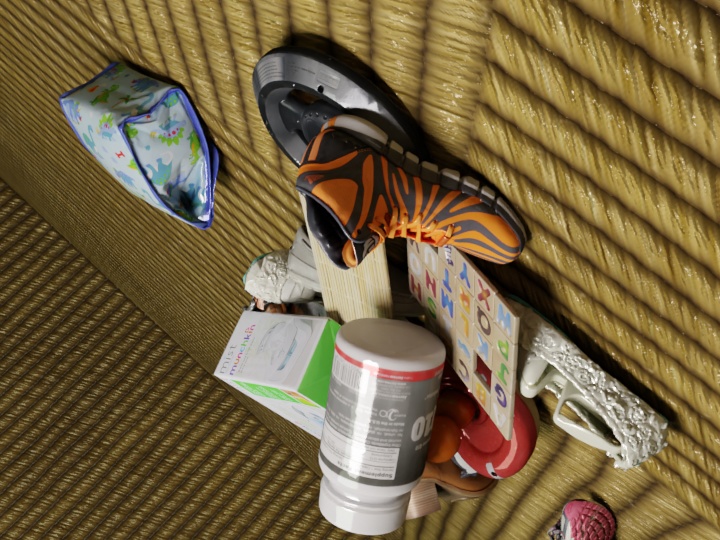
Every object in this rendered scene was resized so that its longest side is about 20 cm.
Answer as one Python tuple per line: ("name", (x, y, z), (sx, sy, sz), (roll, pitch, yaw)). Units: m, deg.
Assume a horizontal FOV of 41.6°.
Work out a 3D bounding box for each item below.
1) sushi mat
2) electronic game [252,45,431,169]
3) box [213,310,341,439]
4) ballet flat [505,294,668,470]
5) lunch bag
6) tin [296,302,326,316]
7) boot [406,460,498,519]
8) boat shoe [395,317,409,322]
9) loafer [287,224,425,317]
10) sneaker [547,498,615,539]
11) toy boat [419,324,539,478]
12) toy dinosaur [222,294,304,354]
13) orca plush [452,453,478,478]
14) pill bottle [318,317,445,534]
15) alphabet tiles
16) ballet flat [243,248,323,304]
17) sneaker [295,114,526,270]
("sushi mat", (-0.010, 0.002, 0.995), (0.095, 0.012, 0.201), (22, 144, 27))
("electronic game", (-0.018, -0.125, 0.873), (0.199, 0.042, 0.200), (32, 159, 14))
("box", (-0.043, 0.136, 1.151), (0.176, 0.097, 0.200), (1, 151, 48))
("ballet flat", (0.187, 0.103, 0.862), (0.200, 0.072, 0.072), (40, 162, 19))
("lunch bag", (-0.281, -0.158, 1.266), (0.170, 0.127, 0.201), (28, 146, 43))
("tin", (-0.058, 0.075, 1.336), (0.200, 0.042, 0.113), (30, 132, 54))
("boot", (0.117, 0.259, 1.369), (0.073, 0.199, 0.156), (-23, 77, 41))
("boat shoe", (0.033, 0.080, 1.177), (0.200, 0.075, 0.062), (39, 156, 3))
("loafer", (0.000, 0.000, 1.075), (0.199, 0.070, 0.070), (18, 113, 29))
("sneaker", (0.273, 0.341, 1.208), (0.075, 0.081, 0.200), (36, 161, 33))
("toy boat", (0.105, 0.161, 1.060), (0.200, 0.131, 0.130), (49, 143, -13))
("toy dinosaur", (-0.122, 0.080, 1.322), (0.102, 0.136, 0.200), (20, -155, -13))
("orca plush", (0.146, 0.206, 1.269), (0.105, 0.071, 0.200), (-16, 144, 19))
("pill bottle", (0.018, 0.161, 0.984), (0.114, 0.113, 0.201), (27, 116, 44))
("alphabet tiles", (0.094, 0.042, 0.916), (0.200, 0.008, 0.168), (53, 157, 43))
("ballet flat", (-0.070, 0.013, 1.192), (0.072, 0.072, 0.200), (38, -166, 20))
("sneaker", (0.034, -0.035, 0.782), (0.199, 0.112, 0.078), (27, 148, -1))
